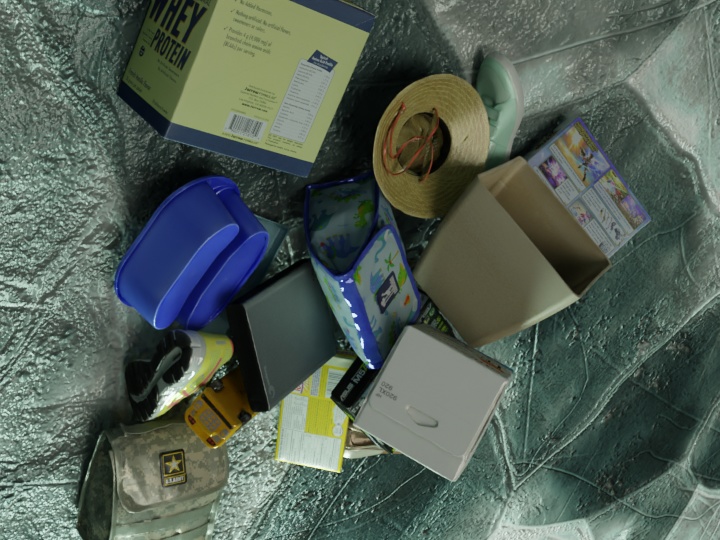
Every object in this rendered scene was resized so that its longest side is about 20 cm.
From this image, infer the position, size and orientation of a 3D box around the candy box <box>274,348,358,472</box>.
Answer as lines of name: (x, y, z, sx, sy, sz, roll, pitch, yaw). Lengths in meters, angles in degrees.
candy box: (-0.064, 0.197, 1.552, 0.102, 0.026, 0.201, 12, 118, 6)

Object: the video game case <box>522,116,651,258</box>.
video game case: (0.309, -0.096, 1.615, 0.181, 0.045, 0.200, -40, 103, -9)

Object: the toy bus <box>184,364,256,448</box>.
toy bus: (-0.164, 0.169, 1.386, 0.078, 0.065, 0.200, -42, 178, 16)

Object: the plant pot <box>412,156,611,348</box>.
plant pot: (0.191, -0.011, 1.461, 0.177, 0.200, 0.200, -43, 173, 27)

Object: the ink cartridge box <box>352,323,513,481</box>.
ink cartridge box: (0.101, 0.163, 1.391, 0.145, 0.147, 0.200, -63, 170, 3)

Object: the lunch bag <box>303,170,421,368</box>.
lunch bag: (0.000, 0.000, 1.381, 0.127, 0.201, 0.171, -12, 130, 12)

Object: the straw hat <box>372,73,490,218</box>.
straw hat: (0.070, -0.169, 1.415, 0.200, 0.085, 0.202, -13, 111, -36)

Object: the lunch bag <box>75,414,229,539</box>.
lunch bag: (-0.269, 0.280, 1.415, 0.163, 0.118, 0.201, -7, 125, -37)

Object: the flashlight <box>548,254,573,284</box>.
flashlight: (0.220, 0.022, 1.594, 0.199, 0.068, 0.068, -24, 150, 31)

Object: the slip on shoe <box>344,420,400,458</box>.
slip on shoe: (0.048, 0.242, 1.676, 0.199, 0.076, 0.061, -2, 121, -28)

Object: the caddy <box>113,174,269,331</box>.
caddy: (-0.206, -0.021, 1.290, 0.200, 0.105, 0.141, -52, 155, 13)

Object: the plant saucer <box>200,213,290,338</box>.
plant saucer: (-0.165, 0.019, 1.406, 0.070, 0.019, 0.201, 19, 104, -43)

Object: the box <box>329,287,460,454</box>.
box: (0.059, 0.146, 1.556, 0.200, 0.047, 0.193, -54, 150, -11)

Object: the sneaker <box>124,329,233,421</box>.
sneaker: (-0.224, 0.131, 1.341, 0.090, 0.079, 0.200, -6, 161, -41)

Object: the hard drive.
hard drive: (-0.098, 0.079, 1.384, 0.200, 0.033, 0.140, -36, 117, -60)

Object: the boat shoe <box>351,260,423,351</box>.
boat shoe: (0.028, 0.070, 1.554, 0.074, 0.062, 0.201, 16, 104, -58)

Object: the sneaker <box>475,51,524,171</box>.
sneaker: (0.155, -0.193, 1.474, 0.118, 0.074, 0.201, -24, 132, -32)

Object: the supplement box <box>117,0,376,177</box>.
supplement box: (-0.126, -0.238, 1.190, 0.199, 0.134, 0.201, 12, 109, -41)
